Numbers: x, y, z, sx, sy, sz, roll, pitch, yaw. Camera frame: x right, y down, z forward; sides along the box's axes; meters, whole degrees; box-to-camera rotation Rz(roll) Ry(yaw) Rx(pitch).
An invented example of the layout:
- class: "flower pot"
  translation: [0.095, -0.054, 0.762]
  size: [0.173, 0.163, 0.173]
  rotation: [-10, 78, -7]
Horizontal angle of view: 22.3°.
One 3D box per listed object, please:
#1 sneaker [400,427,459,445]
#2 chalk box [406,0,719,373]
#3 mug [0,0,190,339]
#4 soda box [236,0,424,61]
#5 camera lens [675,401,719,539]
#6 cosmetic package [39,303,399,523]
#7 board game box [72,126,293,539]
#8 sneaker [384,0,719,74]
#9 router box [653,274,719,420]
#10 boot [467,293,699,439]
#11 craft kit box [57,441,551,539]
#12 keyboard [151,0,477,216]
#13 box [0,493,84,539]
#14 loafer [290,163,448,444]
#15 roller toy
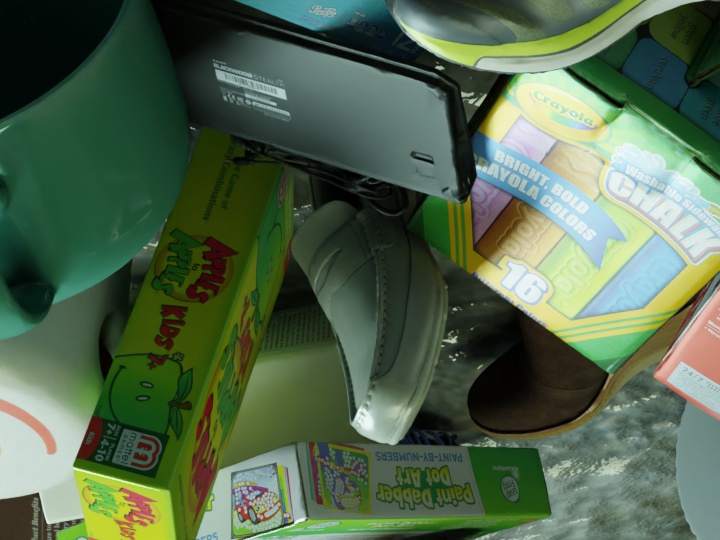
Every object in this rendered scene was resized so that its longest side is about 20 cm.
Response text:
- class: "sneaker"
  translation: [0.020, 0.122, 1.178]
  size: [0.114, 0.081, 0.200]
  rotation: [-7, 155, -11]
- class: "chalk box"
  translation: [0.127, -0.072, 0.791]
  size: [0.124, 0.125, 0.200]
  rotation: [35, 145, 0]
- class: "mug"
  translation: [-0.153, -0.045, 0.743]
  size: [0.151, 0.186, 0.115]
  rotation: [11, 140, 27]
- class: "soda box"
  translation: [-0.047, -0.152, 0.723]
  size: [0.199, 0.068, 0.064]
  rotation: [16, 130, -35]
- class: "camera lens"
  translation: [0.325, 0.128, 1.180]
  size: [0.199, 0.161, 0.160]
  rotation: [10, 143, -28]
- class: "cosmetic package"
  translation: [-0.082, 0.075, 1.029]
  size: [0.198, 0.104, 0.074]
  rotation: [-12, 103, 3]
- class: "board game box"
  translation: [-0.081, 0.037, 0.890]
  size: [0.047, 0.201, 0.102]
  rotation: [13, 148, 6]
- class: "sneaker"
  translation: [0.102, -0.139, 0.691]
  size: [0.198, 0.074, 0.081]
  rotation: [-19, 140, -3]
- class: "router box"
  translation: [0.229, -0.049, 0.858]
  size: [0.049, 0.200, 0.180]
  rotation: [33, 142, 6]
- class: "boot"
  translation: [0.108, 0.013, 1.054]
  size: [0.199, 0.073, 0.166]
  rotation: [-28, 132, 28]
- class: "craft kit box"
  translation: [-0.031, 0.141, 1.013]
  size: [0.197, 0.049, 0.199]
  rotation: [-21, 161, 39]
- class: "keyboard"
  translation: [-0.038, -0.085, 0.804]
  size: [0.199, 0.040, 0.104]
  rotation: [19, 148, 22]
- class: "box"
  translation: [-0.160, 0.144, 1.123]
  size: [0.198, 0.101, 0.075]
  rotation: [8, 156, -26]
- class: "loafer"
  translation: [0.000, 0.000, 0.861]
  size: [0.069, 0.201, 0.070]
  rotation: [15, 126, -14]
- class: "roller toy"
  translation: [-0.202, 0.018, 0.887]
  size: [0.181, 0.141, 0.200]
  rotation: [-16, 146, 31]
